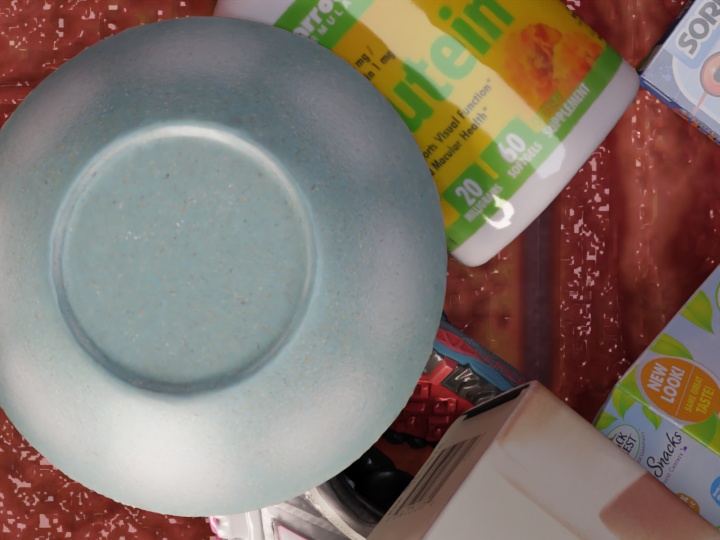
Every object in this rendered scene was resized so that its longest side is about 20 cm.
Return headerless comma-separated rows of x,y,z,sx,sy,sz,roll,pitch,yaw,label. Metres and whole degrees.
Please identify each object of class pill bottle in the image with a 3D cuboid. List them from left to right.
0.009,-0.105,1.242,0.200,0.111,0.111,41,89,-4,pill bottle

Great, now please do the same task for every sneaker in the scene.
-0.011,0.121,1.242,0.087,0.074,0.200,-13,113,2,sneaker
0.000,0.000,1.258,0.200,0.079,0.096,33,55,-22,sneaker

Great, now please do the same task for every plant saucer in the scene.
-0.067,-0.003,1.172,0.200,0.039,0.202,-1,87,10,plant saucer

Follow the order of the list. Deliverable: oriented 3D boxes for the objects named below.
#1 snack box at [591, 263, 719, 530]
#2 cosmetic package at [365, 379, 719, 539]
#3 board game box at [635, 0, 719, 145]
0.191,0.054,1.195,0.142,0.200,0.053,33,128,11,snack box
0.104,0.140,1.116,0.200,0.103,0.087,40,71,-6,cosmetic package
0.230,-0.124,1.295,0.135,0.034,0.200,36,89,-4,board game box
